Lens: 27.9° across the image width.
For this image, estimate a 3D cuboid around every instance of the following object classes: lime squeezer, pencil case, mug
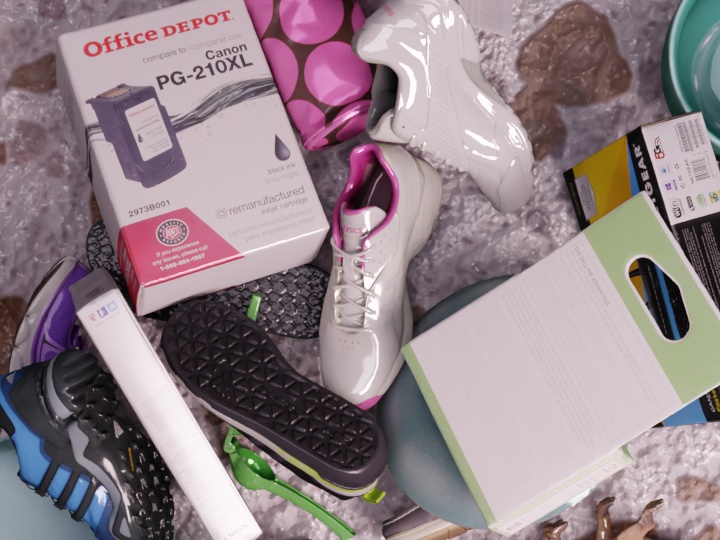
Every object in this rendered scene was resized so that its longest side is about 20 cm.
[{"bbox_3d":[-0.073,0.122,1.094,0.070,0.038,0.201,-17,97,24],"label":"lime squeezer"},{"bbox_3d":[-0.038,-0.195,1.090,0.093,0.091,0.201,-23,87,1],"label":"pencil case"},{"bbox_3d":[0.279,-0.135,1.028,0.185,0.114,0.152,-43,83,5],"label":"mug"}]

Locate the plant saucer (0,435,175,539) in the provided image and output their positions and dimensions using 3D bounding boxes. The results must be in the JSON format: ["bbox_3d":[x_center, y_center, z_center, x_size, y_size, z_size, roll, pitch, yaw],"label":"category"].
[{"bbox_3d":[-0.240,0.207,1.092,0.199,0.036,0.201,-4,108,-14],"label":"plant saucer"}]

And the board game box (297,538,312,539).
[{"bbox_3d":[-0.098,0.229,1.021,0.104,0.200,0.024,-8,94,7],"label":"board game box"}]

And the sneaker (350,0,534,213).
[{"bbox_3d":[0.053,-0.113,1.045,0.099,0.078,0.201,-34,118,-3],"label":"sneaker"}]

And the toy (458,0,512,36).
[{"bbox_3d":[0.022,-0.244,1.065,0.199,0.047,0.116,12,70,-22],"label":"toy"}]

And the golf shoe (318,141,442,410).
[{"bbox_3d":[0.000,0.000,1.056,0.075,0.091,0.201,5,76,27],"label":"golf shoe"}]

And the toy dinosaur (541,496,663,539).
[{"bbox_3d":[0.189,0.242,1.043,0.199,0.086,0.136,-27,91,12],"label":"toy dinosaur"}]

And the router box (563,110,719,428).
[{"bbox_3d":[0.216,0.006,1.011,0.051,0.149,0.201,-15,85,-14],"label":"router box"}]

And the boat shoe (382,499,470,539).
[{"bbox_3d":[0.099,0.143,1.066,0.199,0.072,0.065,-29,75,5],"label":"boat shoe"}]

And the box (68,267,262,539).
[{"bbox_3d":[-0.142,0.096,1.034,0.036,0.144,0.201,-30,102,-9],"label":"box"}]

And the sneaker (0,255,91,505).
[{"bbox_3d":[-0.230,0.088,1.121,0.083,0.081,0.201,10,98,-8],"label":"sneaker"}]

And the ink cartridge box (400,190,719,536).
[{"bbox_3d":[0.141,0.062,0.958,0.199,0.048,0.146,-33,61,13],"label":"ink cartridge box"}]

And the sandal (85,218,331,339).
[{"bbox_3d":[-0.115,0.010,1.116,0.199,0.048,0.076,17,89,-4],"label":"sandal"}]

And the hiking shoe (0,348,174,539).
[{"bbox_3d":[-0.197,0.141,1.037,0.086,0.075,0.201,-10,119,19],"label":"hiking shoe"}]

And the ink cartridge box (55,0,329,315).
[{"bbox_3d":[-0.127,-0.089,1.065,0.144,0.084,0.201,-18,77,-15],"label":"ink cartridge box"}]

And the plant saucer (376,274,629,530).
[{"bbox_3d":[0.099,0.083,1.034,0.200,0.039,0.202,-11,59,18],"label":"plant saucer"}]

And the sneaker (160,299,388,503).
[{"bbox_3d":[-0.067,0.105,1.046,0.200,0.083,0.072,38,64,14],"label":"sneaker"}]
